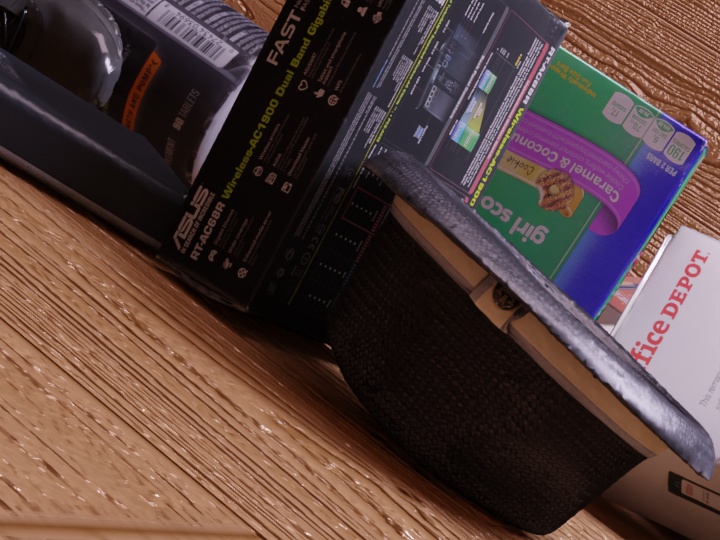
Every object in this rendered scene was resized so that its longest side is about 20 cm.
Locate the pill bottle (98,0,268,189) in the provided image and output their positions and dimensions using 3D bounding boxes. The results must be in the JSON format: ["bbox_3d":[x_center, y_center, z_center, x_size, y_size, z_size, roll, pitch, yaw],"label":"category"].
[{"bbox_3d":[-0.141,-0.138,1.117,0.199,0.107,0.106,35,5,17],"label":"pill bottle"}]

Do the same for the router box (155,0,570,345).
[{"bbox_3d":[0.006,-0.064,0.870,0.062,0.201,0.150,29,1,31],"label":"router box"}]

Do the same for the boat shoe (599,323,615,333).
[{"bbox_3d":[0.133,0.081,1.176,0.198,0.093,0.075,7,40,-15],"label":"boat shoe"}]

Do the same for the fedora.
[{"bbox_3d":[0.056,0.043,0.792,0.200,0.092,0.201,42,6,-5],"label":"fedora"}]

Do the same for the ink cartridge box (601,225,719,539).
[{"bbox_3d":[0.233,0.084,1.019,0.199,0.146,0.085,24,-35,18],"label":"ink cartridge box"}]

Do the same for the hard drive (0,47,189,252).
[{"bbox_3d":[-0.174,-0.083,0.868,0.199,0.033,0.140,32,5,-24],"label":"hard drive"}]

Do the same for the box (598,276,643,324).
[{"bbox_3d":[0.256,0.073,1.335,0.198,0.107,0.152,5,11,-10],"label":"box"}]

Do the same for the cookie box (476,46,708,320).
[{"bbox_3d":[0.076,-0.032,1.052,0.170,0.201,0.075,34,6,11],"label":"cookie box"}]

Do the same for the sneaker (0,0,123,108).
[{"bbox_3d":[-0.222,-0.146,1.036,0.199,0.076,0.091,30,13,24],"label":"sneaker"}]
